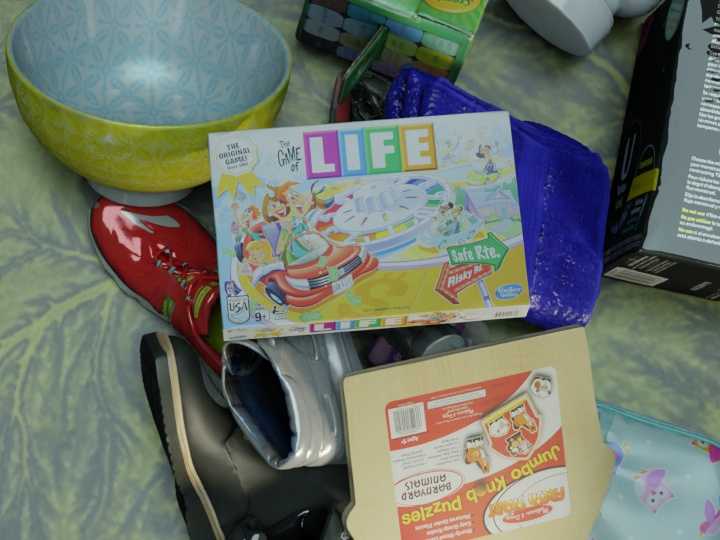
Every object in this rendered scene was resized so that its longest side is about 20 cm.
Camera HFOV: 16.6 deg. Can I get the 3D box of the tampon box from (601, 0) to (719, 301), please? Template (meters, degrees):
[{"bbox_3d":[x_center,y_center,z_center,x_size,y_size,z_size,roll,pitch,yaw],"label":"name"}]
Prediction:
[{"bbox_3d":[0.257,-0.088,1.745,0.126,0.150,0.200,12,81,-5],"label":"tampon box"}]

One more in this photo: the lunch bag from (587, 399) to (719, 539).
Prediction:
[{"bbox_3d":[0.172,0.198,1.736,0.160,0.077,0.200,20,81,-2],"label":"lunch bag"}]

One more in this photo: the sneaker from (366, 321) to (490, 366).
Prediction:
[{"bbox_3d":[0.044,-0.006,1.757,0.088,0.080,0.200,-6,69,29],"label":"sneaker"}]

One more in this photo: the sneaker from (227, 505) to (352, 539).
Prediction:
[{"bbox_3d":[-0.011,0.207,1.693,0.200,0.066,0.091,7,112,-24],"label":"sneaker"}]

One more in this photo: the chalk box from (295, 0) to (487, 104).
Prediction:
[{"bbox_3d":[0.033,-0.209,1.743,0.124,0.125,0.200,20,74,-1],"label":"chalk box"}]

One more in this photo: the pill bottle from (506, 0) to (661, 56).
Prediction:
[{"bbox_3d":[0.196,-0.255,1.781,0.113,0.113,0.200,40,81,1],"label":"pill bottle"}]

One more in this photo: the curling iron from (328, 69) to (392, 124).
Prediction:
[{"bbox_3d":[-0.007,-0.078,1.724,0.050,0.026,0.200,16,40,-3],"label":"curling iron"}]

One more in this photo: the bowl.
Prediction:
[{"bbox_3d":[-0.150,-0.110,1.723,0.200,0.200,0.108,4,125,-4],"label":"bowl"}]

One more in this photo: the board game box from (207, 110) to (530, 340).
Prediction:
[{"bbox_3d":[0.004,-0.030,1.610,0.200,0.034,0.135,-5,75,-3],"label":"board game box"}]

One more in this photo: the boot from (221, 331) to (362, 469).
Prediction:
[{"bbox_3d":[-0.058,0.037,1.646,0.074,0.096,0.200,-31,76,30],"label":"boot"}]

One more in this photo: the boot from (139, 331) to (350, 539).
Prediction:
[{"bbox_3d":[-0.068,0.112,1.698,0.138,0.077,0.200,-17,126,-6],"label":"boot"}]

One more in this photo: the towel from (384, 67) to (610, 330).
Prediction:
[{"bbox_3d":[0.097,-0.048,1.712,0.200,0.050,0.148,20,66,-40],"label":"towel"}]

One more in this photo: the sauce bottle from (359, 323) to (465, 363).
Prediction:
[{"bbox_3d":[0.000,0.000,1.706,0.065,0.065,0.200,-39,55,-9],"label":"sauce bottle"}]

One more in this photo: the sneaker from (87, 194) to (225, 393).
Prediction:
[{"bbox_3d":[-0.111,0.013,1.732,0.077,0.085,0.200,-44,88,-10],"label":"sneaker"}]

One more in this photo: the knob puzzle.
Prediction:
[{"bbox_3d":[0.078,0.147,1.668,0.220,0.030,0.220,-4,102,-20],"label":"knob puzzle"}]
